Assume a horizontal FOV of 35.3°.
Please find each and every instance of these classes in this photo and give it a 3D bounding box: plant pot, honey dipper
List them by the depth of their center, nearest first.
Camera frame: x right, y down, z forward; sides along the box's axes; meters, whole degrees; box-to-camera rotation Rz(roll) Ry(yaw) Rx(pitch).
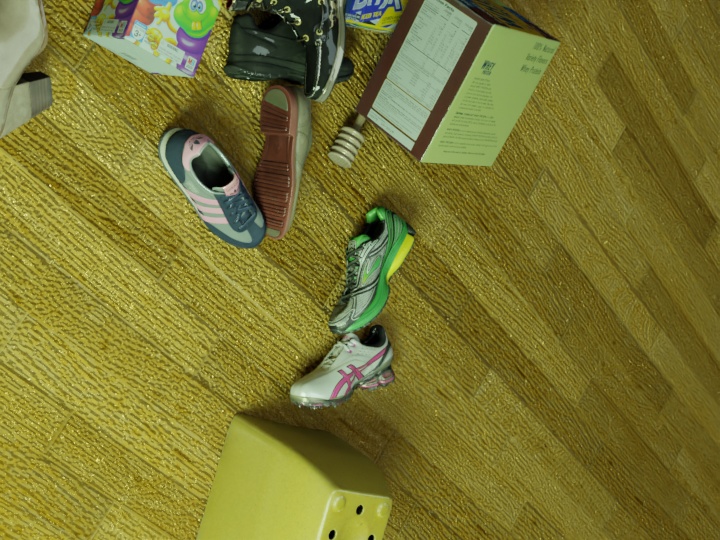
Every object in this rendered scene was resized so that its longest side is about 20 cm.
[{"bbox_3d":[-0.070,0.327,1.523,0.194,0.198,0.197,19,87,-42],"label":"plant pot"},{"bbox_3d":[0.013,-0.239,1.580,0.038,0.038,0.202,37,73,-40],"label":"honey dipper"}]

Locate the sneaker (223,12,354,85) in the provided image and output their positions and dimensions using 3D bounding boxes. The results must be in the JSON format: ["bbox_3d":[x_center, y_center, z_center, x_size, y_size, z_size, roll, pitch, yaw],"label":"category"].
[{"bbox_3d":[-0.085,-0.285,1.460,0.198,0.075,0.093,-1,94,-43],"label":"sneaker"}]

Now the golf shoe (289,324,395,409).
[{"bbox_3d":[-0.030,0.137,1.605,0.199,0.072,0.094,-18,105,-48],"label":"golf shoe"}]

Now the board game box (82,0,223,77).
[{"bbox_3d":[-0.220,-0.340,1.305,0.104,0.102,0.203,24,84,-42],"label":"board game box"}]

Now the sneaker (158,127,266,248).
[{"bbox_3d":[-0.171,-0.094,1.417,0.071,0.081,0.200,-55,129,-18],"label":"sneaker"}]

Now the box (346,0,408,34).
[{"bbox_3d":[0.026,-0.362,1.544,0.198,0.064,0.071,0,100,-42],"label":"box"}]

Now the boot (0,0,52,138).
[{"bbox_3d":[-0.406,-0.232,1.191,0.145,0.070,0.204,-20,112,-34],"label":"boot"}]

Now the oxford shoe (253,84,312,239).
[{"bbox_3d":[-0.091,-0.141,1.488,0.074,0.070,0.204,-14,117,-52],"label":"oxford shoe"}]

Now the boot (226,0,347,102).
[{"bbox_3d":[-0.092,-0.315,1.381,0.148,0.073,0.204,4,99,-26],"label":"boot"}]

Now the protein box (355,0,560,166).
[{"bbox_3d":[0.133,-0.266,1.539,0.197,0.135,0.202,-5,129,-54],"label":"protein box"}]

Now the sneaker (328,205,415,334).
[{"bbox_3d":[0.000,0.000,1.605,0.085,0.077,0.202,39,65,-32],"label":"sneaker"}]
